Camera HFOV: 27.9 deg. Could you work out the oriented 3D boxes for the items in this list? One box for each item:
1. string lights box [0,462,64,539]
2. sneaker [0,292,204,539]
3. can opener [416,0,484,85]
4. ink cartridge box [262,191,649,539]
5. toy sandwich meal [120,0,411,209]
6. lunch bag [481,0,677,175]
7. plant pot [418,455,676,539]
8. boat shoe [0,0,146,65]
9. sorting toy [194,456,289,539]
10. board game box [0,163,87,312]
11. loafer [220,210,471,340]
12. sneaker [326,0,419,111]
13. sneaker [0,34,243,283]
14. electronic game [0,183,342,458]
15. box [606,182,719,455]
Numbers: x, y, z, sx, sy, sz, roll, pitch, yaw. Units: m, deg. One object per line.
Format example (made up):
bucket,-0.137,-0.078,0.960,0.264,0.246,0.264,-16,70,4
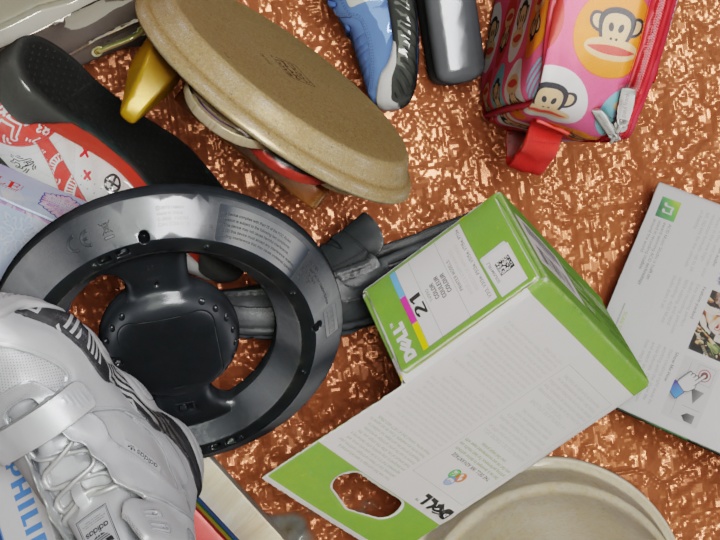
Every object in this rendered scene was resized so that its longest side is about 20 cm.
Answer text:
string lights box,-0.236,0.191,0.836,0.199,0.059,0.103,-31,69,17
sneaker,-0.149,0.099,0.758,0.075,0.115,0.200,-33,128,14
can opener,0.062,-0.217,0.890,0.066,0.053,0.201,-10,96,-5
ink cartridge box,0.049,0.069,0.864,0.200,0.076,0.148,-36,137,13
toy sandwich meal,-0.057,-0.086,0.817,0.205,0.205,0.070,36,108,-7
lunch bag,0.119,-0.141,0.828,0.081,0.200,0.177,13,95,-5
plant pot,0.127,0.228,0.861,0.199,0.183,0.202,0,94,-6
boat shoe,-0.146,-0.164,0.869,0.199,0.060,0.072,-23,53,-7
sorting toy,-0.114,0.244,0.895,0.200,0.070,0.199,-42,97,-2
board game box,-0.274,0.015,0.841,0.199,0.041,0.201,24,114,-7
loafer,0.000,0.000,0.891,0.199,0.068,0.071,-9,97,-12
sneaker,-0.010,-0.191,0.881,0.077,0.076,0.201,-14,86,2
sneaker,-0.167,-0.048,0.877,0.108,0.068,0.201,-26,128,31
electronic game,-0.108,0.035,0.819,0.199,0.042,0.201,-6,130,-8
box,0.248,0.048,0.889,0.199,0.036,0.145,24,92,26
